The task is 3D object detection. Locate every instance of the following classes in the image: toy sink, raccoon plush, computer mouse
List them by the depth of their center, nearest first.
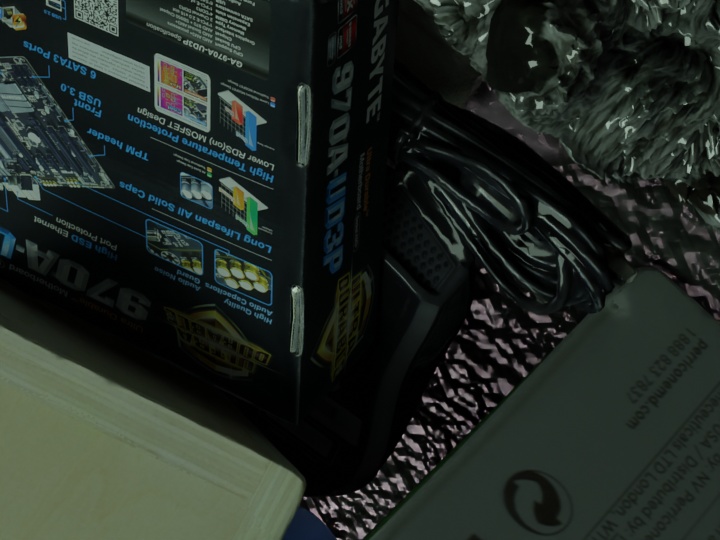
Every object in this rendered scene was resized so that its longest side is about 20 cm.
[{"bbox_3d":[0.104,-0.089,0.597,0.134,0.200,0.097,-45,46,20],"label":"raccoon plush"},{"bbox_3d":[-0.121,0.111,0.696,0.112,0.200,0.130,27,-179,-16],"label":"toy sink"},{"bbox_3d":[0.000,0.000,0.737,0.138,0.053,0.200,37,141,5],"label":"computer mouse"}]

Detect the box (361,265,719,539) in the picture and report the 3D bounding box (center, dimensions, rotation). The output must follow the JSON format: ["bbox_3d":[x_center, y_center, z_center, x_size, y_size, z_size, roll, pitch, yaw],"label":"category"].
[{"bbox_3d":[0.070,0.151,0.712,0.200,0.199,0.171,43,141,6],"label":"box"}]

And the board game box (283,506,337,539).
[{"bbox_3d":[-0.079,0.169,0.856,0.039,0.200,0.158,20,169,34],"label":"board game box"}]

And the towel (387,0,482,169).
[{"bbox_3d":[-0.031,-0.129,0.693,0.200,0.034,0.133,41,142,4],"label":"towel"}]

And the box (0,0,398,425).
[{"bbox_3d":[-0.087,-0.061,0.674,0.200,0.046,0.159,24,137,21],"label":"box"}]
